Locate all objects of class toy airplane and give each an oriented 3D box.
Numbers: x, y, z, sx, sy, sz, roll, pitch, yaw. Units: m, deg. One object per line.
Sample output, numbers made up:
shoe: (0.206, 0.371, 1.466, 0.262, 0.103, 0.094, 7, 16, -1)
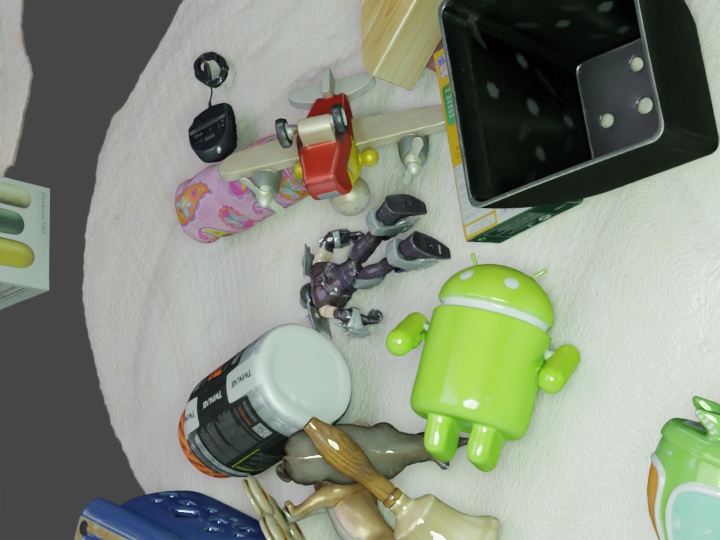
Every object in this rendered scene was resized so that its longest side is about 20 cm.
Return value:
toy airplane: (-0.026, -0.128, 1.760, 0.200, 0.199, 0.142, 11, 125, 51)

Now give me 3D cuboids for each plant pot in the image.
plant pot: (0.210, -0.163, 1.484, 0.199, 0.177, 0.201, -20, 70, 35)
plant pot: (-0.215, 0.355, 1.810, 0.199, 0.179, 0.201, 15, 92, 47)

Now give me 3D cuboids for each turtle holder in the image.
turtle holder: (0.319, 0.191, 1.339, 0.141, 0.185, 0.132, -142, 70, -78)

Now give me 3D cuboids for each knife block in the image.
knife block: (0.080, -0.308, 1.722, 0.175, 0.064, 0.201, -18, 67, 42)

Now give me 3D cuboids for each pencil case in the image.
pencil case: (-0.125, -0.099, 1.907, 0.200, 0.087, 0.088, -25, 62, 39)

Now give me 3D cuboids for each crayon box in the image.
crayon box: (0.143, -0.141, 1.629, 0.126, 0.051, 0.201, -27, 68, 50)

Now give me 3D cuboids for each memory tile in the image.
memory tile: (-0.058, 0.308, 1.691, 0.017, 0.153, 0.200, -31, 54, 2)

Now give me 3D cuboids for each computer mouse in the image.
computer mouse: (-0.176, -0.195, 1.998, 0.058, 0.034, 0.201, -25, 42, 18)

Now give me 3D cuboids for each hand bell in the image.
hand bell: (0.026, 0.209, 1.569, 0.104, 0.200, 0.104, -46, 6, 7)

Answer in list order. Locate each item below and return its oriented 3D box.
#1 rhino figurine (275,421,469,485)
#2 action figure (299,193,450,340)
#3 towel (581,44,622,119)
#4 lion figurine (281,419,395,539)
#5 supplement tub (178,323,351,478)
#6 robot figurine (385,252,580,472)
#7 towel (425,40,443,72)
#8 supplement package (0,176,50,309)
rhino figurine: (0.015, 0.179, 1.632, 0.087, 0.199, 0.060, 112, 154, -82)
action figure: (0.000, 0.000, 1.761, 0.200, 0.069, 0.131, -35, 64, 40)
towel: (0.215, -0.207, 1.620, 0.086, 0.018, 0.201, 39, 108, 44)
lion figurine: (-0.002, 0.257, 1.691, 0.201, 0.122, 0.073, 62, 165, 18)
supplement tub: (-0.108, 0.147, 1.780, 0.200, 0.122, 0.123, -36, 55, 46)
robot figurine: (0.116, 0.084, 1.569, 0.175, 0.116, 0.201, 12, 78, 18)
towel: (0.114, -0.304, 1.748, 0.144, 0.023, 0.201, 34, 105, 45)
supplement package: (-0.543, -0.043, 2.241, 0.150, 0.199, 0.153, -19, 67, 42)
